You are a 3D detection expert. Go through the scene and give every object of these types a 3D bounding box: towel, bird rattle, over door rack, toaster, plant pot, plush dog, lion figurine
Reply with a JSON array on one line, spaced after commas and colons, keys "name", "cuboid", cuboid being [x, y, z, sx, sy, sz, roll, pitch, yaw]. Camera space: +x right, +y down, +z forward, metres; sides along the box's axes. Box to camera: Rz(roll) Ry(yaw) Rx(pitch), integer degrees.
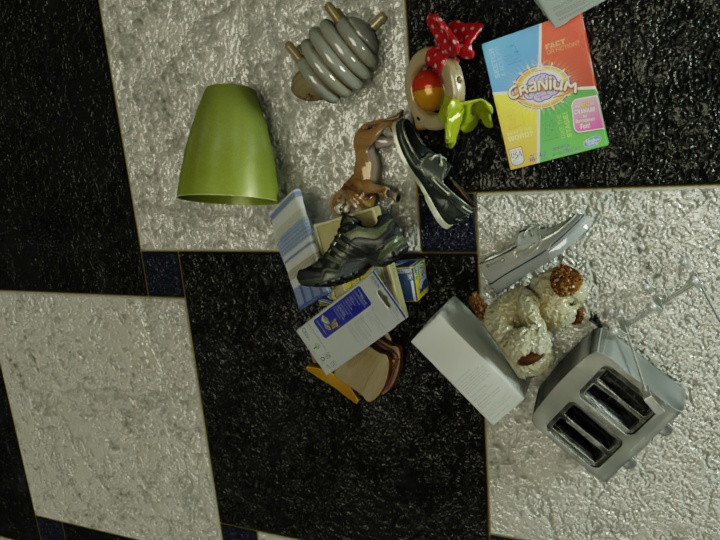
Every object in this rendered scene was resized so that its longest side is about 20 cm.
[{"name": "towel", "cuboid": [-0.111, -0.037, 1.189, 0.147, 0.024, 0.202, -32, 75, 59]}, {"name": "bird rattle", "cuboid": [0.121, -0.295, 1.017, 0.162, 0.112, 0.202, 1, 116, 56]}, {"name": "over door rack", "cuboid": [0.447, 0.084, 0.937, 0.066, 0.201, 0.148, 35, 121, -23]}, {"name": "toaster", "cuboid": [0.390, 0.208, 1.039, 0.200, 0.119, 0.182, 39, 115, 9]}, {"name": "plant pot", "cuboid": [-0.237, -0.228, 1.178, 0.185, 0.187, 0.203, 2, 90, 23]}, {"name": "plush dog", "cuboid": [0.282, 0.061, 1.022, 0.171, 0.200, 0.161, -35, 64, 5]}, {"name": "lion figurine", "cuboid": [0.012, -0.185, 1.132, 0.122, 0.072, 0.202, 15, 96, 33]}]

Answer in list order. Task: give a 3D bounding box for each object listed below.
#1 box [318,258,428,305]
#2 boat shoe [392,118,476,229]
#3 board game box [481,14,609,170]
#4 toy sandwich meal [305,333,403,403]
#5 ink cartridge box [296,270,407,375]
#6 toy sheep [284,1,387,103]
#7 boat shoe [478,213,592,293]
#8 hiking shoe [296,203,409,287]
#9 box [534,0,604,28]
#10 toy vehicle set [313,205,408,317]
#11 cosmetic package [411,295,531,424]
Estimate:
[{"name": "box", "cuboid": [0.020, 0.022, 1.177, 0.198, 0.070, 0.065, -5, 102, 25]}, {"name": "boat shoe", "cuboid": [0.122, -0.170, 1.076, 0.067, 0.072, 0.201, -27, 101, 34]}, {"name": "board game box", "cuboid": [0.284, -0.273, 0.993, 0.152, 0.040, 0.202, -12, 99, 26]}, {"name": "toy sandwich meal", "cuboid": [-0.020, 0.165, 1.235, 0.203, 0.070, 0.208, 7, 107, 22]}, {"name": "ink cartridge box", "cuboid": [-0.012, 0.089, 1.115, 0.199, 0.039, 0.100, -37, 85, 28]}, {"name": "toy sheep", "cuboid": [-0.037, -0.357, 1.066, 0.199, 0.138, 0.138, -38, 88, 22]}, {"name": "boat shoe", "cuboid": [0.275, -0.039, 1.044, 0.200, 0.073, 0.067, -40, 87, 28]}, {"name": "hiking shoe", "cuboid": [-0.021, -0.038, 1.077, 0.198, 0.076, 0.102, -21, 81, 12]}, {"name": "box", "cuboid": [0.293, -0.461, 0.829, 0.198, 0.199, 0.173, -22, 80, 27]}, {"name": "toy vehicle set", "cuboid": [0.000, 0.000, 1.126, 0.123, 0.026, 0.202, -12, 96, 26]}, {"name": "cosmetic package", "cuboid": [0.194, 0.151, 1.114, 0.200, 0.113, 0.081, 45, 117, 8]}]
